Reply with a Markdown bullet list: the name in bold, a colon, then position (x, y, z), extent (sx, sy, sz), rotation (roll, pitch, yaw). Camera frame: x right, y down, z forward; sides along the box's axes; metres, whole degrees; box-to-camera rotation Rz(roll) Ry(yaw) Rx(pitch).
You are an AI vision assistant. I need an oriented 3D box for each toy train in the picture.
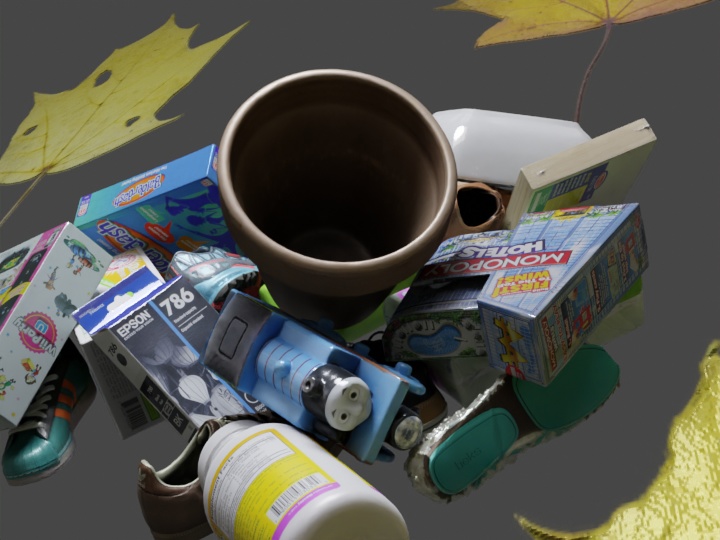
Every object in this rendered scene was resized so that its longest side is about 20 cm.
- **toy train**: position (-0.037, 0.086, 1.058), extent (0.199, 0.114, 0.088), rotation (27, 93, 48)

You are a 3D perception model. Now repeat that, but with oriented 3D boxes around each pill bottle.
- **pill bottle**: position (-0.052, 0.177, 0.981), extent (0.103, 0.106, 0.199), rotation (-26, 24, -19)

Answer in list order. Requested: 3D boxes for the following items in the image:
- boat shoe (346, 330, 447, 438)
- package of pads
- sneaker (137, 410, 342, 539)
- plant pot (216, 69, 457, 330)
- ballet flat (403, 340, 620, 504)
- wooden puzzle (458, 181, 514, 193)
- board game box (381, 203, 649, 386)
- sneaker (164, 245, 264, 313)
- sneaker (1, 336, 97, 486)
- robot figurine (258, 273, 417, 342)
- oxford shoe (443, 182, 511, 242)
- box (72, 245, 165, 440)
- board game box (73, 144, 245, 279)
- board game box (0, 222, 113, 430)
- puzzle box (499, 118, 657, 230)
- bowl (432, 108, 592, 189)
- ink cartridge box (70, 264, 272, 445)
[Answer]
- **boat shoe**: position (0.009, 0.090, 1.188), extent (0.074, 0.063, 0.199), rotation (-28, 24, -20)
- **package of pads**: position (0.134, 0.038, 1.201), extent (0.198, 0.069, 0.154), rotation (-22, 23, -18)
- **sneaker**: position (-0.093, 0.150, 1.107), extent (0.199, 0.076, 0.070), rotation (-31, 26, -26)
- **plant pot**: position (-0.026, -0.040, 1.142), extent (0.197, 0.175, 0.203), rotation (3, 59, -5)
- **ballet flat**: position (0.114, 0.114, 1.056), extent (0.198, 0.073, 0.072), rotation (-28, 25, -22)
- **wooden puzzle**: position (0.080, -0.075, 1.460), extent (0.198, 0.047, 0.184), rotation (2, 8, -45)
- **board game box**: position (0.119, 0.020, 1.082), extent (0.197, 0.063, 0.200), rotation (-5, 24, 23)
- **sneaker**: position (-0.130, 0.003, 1.361), extent (0.095, 0.080, 0.200), rotation (31, 9, 16)
- **sneaker**: position (-0.313, 0.131, 1.303), extent (0.070, 0.081, 0.201), rotation (-14, 23, 8)
- **robot figurine**: position (0.000, 0.000, 1.323), extent (0.198, 0.117, 0.175), rotation (-28, -7, -21)
- **oxford shoe**: position (0.116, -0.054, 1.298), extent (0.071, 0.072, 0.199), rotation (-18, -2, 31)
- **box**: position (-0.232, 0.067, 1.349), extent (0.100, 0.114, 0.200), rotation (-24, 22, -12)
- **board game box**: position (-0.184, -0.048, 1.424), extent (0.198, 0.152, 0.046), rotation (-17, 49, 34)
- **board game box**: position (-0.342, 0.062, 1.297), extent (0.147, 0.064, 0.202), rotation (-19, 40, 47)
- **puzzle box**: position (0.199, -0.066, 1.280), extent (0.131, 0.026, 0.201), rotation (-22, -20, -13)
- **bowl**: position (0.148, -0.126, 1.418), extent (0.197, 0.076, 0.200), rotation (5, 3, -14)
- **ink cartridge box**: position (-0.158, 0.078, 1.198), extent (0.099, 0.200, 0.039), rotation (-38, -12, -39)
